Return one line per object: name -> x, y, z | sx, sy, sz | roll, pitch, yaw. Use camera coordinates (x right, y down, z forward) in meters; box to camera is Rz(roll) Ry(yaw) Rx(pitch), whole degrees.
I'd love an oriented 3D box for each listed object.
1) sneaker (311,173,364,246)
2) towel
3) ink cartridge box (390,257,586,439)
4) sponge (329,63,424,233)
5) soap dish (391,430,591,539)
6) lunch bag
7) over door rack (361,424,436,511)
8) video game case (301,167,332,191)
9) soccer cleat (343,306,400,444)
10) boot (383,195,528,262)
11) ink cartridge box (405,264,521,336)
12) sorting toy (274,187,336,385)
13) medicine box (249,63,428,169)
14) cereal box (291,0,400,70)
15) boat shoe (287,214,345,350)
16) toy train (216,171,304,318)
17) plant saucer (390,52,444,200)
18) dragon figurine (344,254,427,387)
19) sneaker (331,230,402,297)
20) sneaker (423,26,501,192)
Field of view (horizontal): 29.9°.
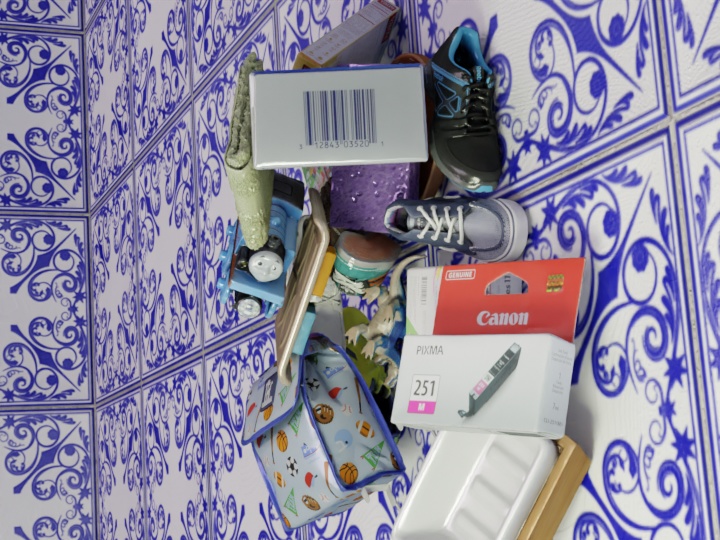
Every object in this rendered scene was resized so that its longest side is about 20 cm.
sneaker -> -0.025, -0.086, 1.714 | 0.071, 0.075, 0.200 | -84, 1, -45
towel -> -0.125, -0.137, 1.550 | 0.149, 0.036, 0.201 | 83, -175, -48
ink cartridge box -> 0.122, 0.071, 1.312 | 0.200, 0.043, 0.174 | -4, 73, 49
sponge -> 0.019, -0.146, 1.611 | 0.111, 0.030, 0.201 | 5, 95, 32
soap dish -> 0.130, 0.225, 1.335 | 0.157, 0.081, 0.201 | 34, 101, 50
lunch bag -> -0.061, 0.197, 1.663 | 0.170, 0.123, 0.201 | -41, 67, 49
over door rack -> 0.099, 0.264, 1.491 | 0.200, 0.066, 0.148 | 48, 136, 30
video game case -> -0.030, -0.134, 1.888 | 0.182, 0.022, 0.201 | 117, 146, -46
soccer cleat -> 0.014, 0.135, 1.723 | 0.084, 0.064, 0.201 | 133, 129, -59
boot -> 0.101, -0.046, 1.483 | 0.200, 0.090, 0.073 | -172, 83, -67
ink cartridge box -> 0.119, 0.053, 1.467 | 0.200, 0.067, 0.118 | 179, 93, -68
sorting toy -> -0.064, 0.017, 1.593 | 0.185, 0.036, 0.201 | -106, 30, -74
medicine box -> -0.020, -0.165, 1.471 | 0.200, 0.181, 0.103 | -75, -17, -84
cereal box -> -0.031, -0.249, 1.707 | 0.039, 0.200, 0.144 | 34, 133, 11
boat shoe -> -0.057, 0.025, 1.706 | 0.069, 0.071, 0.201 | -34, 70, 52
toy train -> -0.119, -0.032, 1.629 | 0.200, 0.086, 0.115 | -88, 19, -52
plant saucer -> 0.064, -0.165, 1.654 | 0.200, 0.032, 0.201 | -179, 90, -66
dragon figurine -> 0.046, 0.053, 1.630 | 0.059, 0.099, 0.201 | 37, 117, 33
sneaker -> 0.000, 0.000, 1.640 | 0.080, 0.071, 0.200 | -60, -10, 11
sneaker -> 0.114, -0.177, 1.478 | 0.082, 0.073, 0.201 | 120, 143, -51
